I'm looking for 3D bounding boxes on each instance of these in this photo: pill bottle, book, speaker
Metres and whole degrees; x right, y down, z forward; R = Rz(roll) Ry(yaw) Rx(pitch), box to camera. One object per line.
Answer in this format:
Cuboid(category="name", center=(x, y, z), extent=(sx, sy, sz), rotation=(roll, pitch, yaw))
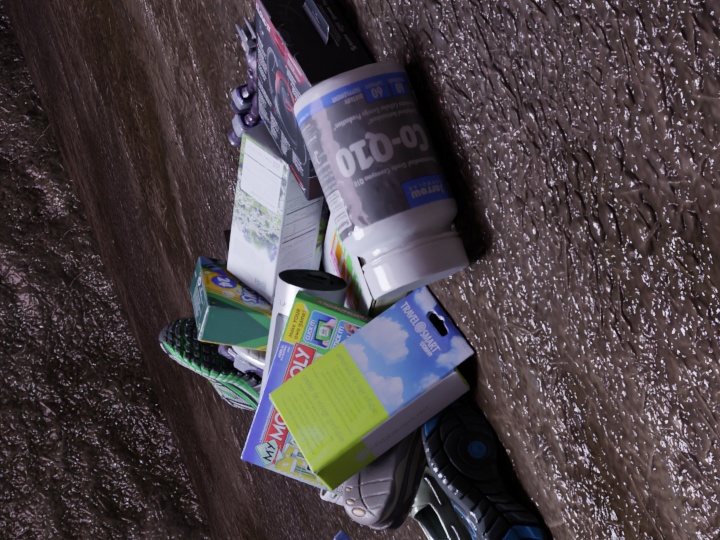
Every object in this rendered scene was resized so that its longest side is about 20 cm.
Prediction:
Cuboid(category="pill bottle", center=(0.022, -0.081, 1.412), extent=(0.114, 0.114, 0.200), rotation=(139, 111, -73))
Cuboid(category="book", center=(0.000, 0.000, 1.710), extent=(0.200, 0.048, 0.134), rotation=(105, 144, -68))
Cuboid(category="speaker", center=(-0.067, 0.101, 1.708), extent=(0.081, 0.081, 0.201), rotation=(-139, 56, -60))

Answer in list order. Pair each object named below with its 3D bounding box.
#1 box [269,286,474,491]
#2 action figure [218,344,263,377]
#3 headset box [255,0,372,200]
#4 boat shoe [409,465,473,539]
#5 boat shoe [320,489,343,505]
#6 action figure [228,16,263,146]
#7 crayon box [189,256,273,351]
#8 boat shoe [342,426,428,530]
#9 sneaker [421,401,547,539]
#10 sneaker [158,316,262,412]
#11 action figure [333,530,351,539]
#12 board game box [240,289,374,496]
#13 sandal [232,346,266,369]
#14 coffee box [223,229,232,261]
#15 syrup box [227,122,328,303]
Cuboid(category="box", center=(0.017, 0.117, 1.551), extent=(0.122, 0.200, 0.048), rotation=(55, -179, 43))
Cuboid(category="action figure", center=(-0.078, 0.139, 1.860), extent=(0.200, 0.130, 0.069), rotation=(38, 151, 7))
Cuboid(category="headset box", center=(-0.050, -0.197, 1.588), extent=(0.200, 0.075, 0.149), rotation=(93, 153, -52))
Cuboid(category="boat shoe", center=(0.077, 0.238, 1.614), extent=(0.200, 0.062, 0.072), rotation=(50, 145, 23))
Cuboid(category="boat shoe", center=(-0.010, 0.186, 1.750), extent=(0.071, 0.070, 0.200), rotation=(-95, 14, -58))
Cuboid(category="action figure", center=(-0.114, -0.223, 1.793), extent=(0.200, 0.069, 0.130), rotation=(127, 129, -66))
Cuboid(category="crayon box", center=(-0.097, 0.048, 1.818), extent=(0.126, 0.200, 0.052), rotation=(-111, 36, -60))
Cuboid(category="boat shoe", center=(0.040, 0.176, 1.582), extent=(0.074, 0.200, 0.073), rotation=(9, 157, 34))
Cuboid(category="sneaker", center=(0.115, 0.225, 1.520), extent=(0.082, 0.073, 0.200), rotation=(94, 154, -58))
Cuboid(category="sneaker", center=(-0.170, 0.132, 1.925), extent=(0.085, 0.200, 0.078), rotation=(-46, 17, 43))
Cuboid(category="action figure", center=(0.058, 0.363, 1.817), extent=(0.200, 0.105, 0.193), rotation=(46, 158, -2))
Cuboid(category="board game box", center=(-0.037, 0.137, 1.656), extent=(0.029, 0.134, 0.200), rotation=(-65, -6, -73))
Cuboid(category="sandal", center=(-0.062, 0.128, 1.796), extent=(0.082, 0.202, 0.050), rotation=(-60, -10, -69))
Cuboid(category="coffee box", center=(-0.108, 0.038, 1.952), extent=(0.080, 0.113, 0.200), rotation=(-106, 10, -47))
Cuboid(category="syrup box", center=(-0.091, -0.070, 1.752), extent=(0.079, 0.081, 0.200), rotation=(36, 135, 30))
